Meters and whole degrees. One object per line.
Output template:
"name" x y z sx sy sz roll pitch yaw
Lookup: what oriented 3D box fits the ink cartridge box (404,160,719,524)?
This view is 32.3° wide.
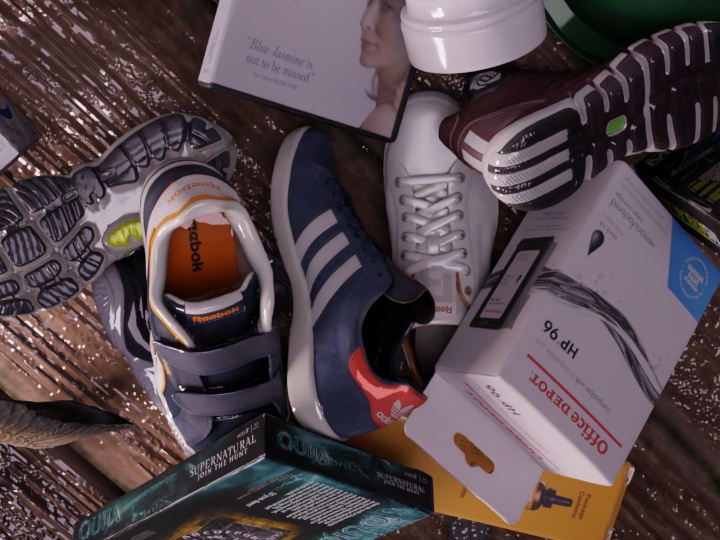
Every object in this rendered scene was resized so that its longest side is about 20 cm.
"ink cartridge box" 0.126 0.048 0.759 0.116 0.068 0.201 42 70 -25

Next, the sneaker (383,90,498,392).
"sneaker" 0.054 -0.010 0.784 0.072 0.085 0.202 -6 104 7

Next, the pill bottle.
"pill bottle" 0.046 -0.215 0.669 0.110 0.111 0.202 -14 118 0

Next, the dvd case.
"dvd case" -0.007 -0.186 0.723 0.142 0.017 0.202 11 97 -39

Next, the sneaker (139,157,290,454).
"sneaker" -0.084 0.040 0.717 0.078 0.079 0.202 -17 110 -12

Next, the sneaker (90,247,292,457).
"sneaker" -0.077 0.057 0.800 0.113 0.076 0.201 -32 104 4

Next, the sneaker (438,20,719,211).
"sneaker" 0.133 -0.111 0.749 0.199 0.115 0.076 -23 124 -23

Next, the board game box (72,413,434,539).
"board game box" -0.070 0.154 0.773 0.135 0.028 0.199 25 138 -36

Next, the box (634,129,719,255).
"box" 0.276 -0.084 0.725 0.199 0.193 0.048 -35 102 5

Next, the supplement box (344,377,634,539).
"supplement box" 0.076 0.125 0.832 0.198 0.069 0.067 15 104 -6

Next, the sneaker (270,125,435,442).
"sneaker" 0.000 0.000 0.750 0.084 0.075 0.202 -15 70 21

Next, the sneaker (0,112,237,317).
"sneaker" -0.165 -0.031 0.769 0.199 0.080 0.078 -24 94 -1

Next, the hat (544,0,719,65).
"hat" 0.180 -0.186 0.699 0.198 0.176 0.167 9 104 -6

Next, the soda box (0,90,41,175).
"soda box" -0.295 -0.037 0.767 0.200 0.068 0.064 -40 103 8

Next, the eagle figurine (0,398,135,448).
"eagle figurine" -0.249 0.089 0.755 0.200 0.151 0.151 54 54 -31
